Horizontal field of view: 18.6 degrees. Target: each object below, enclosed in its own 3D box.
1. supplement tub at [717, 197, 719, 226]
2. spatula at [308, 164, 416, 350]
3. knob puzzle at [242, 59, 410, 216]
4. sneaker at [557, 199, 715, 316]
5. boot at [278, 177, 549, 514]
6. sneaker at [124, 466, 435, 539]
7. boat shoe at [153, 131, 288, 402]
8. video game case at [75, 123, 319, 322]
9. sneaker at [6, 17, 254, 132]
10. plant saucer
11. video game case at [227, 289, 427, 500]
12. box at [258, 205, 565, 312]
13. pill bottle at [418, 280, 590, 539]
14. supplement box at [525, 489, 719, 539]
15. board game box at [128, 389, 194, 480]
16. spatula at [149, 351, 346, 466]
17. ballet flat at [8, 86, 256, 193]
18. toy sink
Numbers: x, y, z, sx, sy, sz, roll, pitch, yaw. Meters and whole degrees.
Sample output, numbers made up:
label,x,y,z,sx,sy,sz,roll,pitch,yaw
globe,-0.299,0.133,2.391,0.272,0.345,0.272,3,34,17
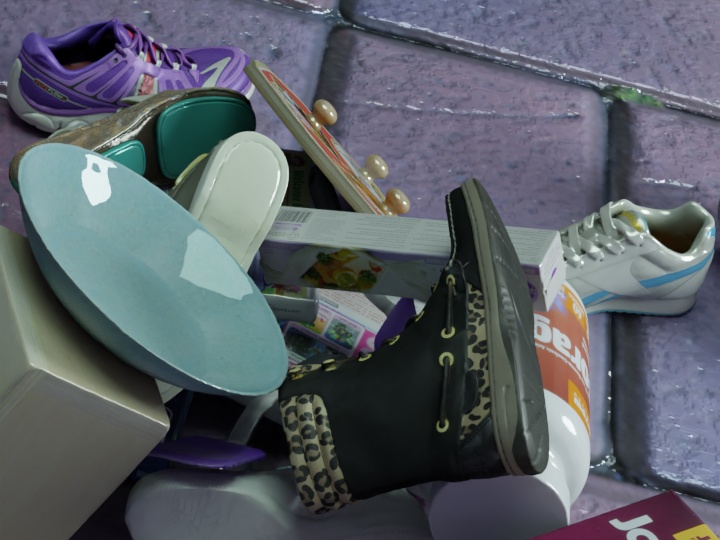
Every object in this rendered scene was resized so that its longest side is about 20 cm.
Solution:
label,x,y,z,sx,sy,sz,roll,pitch,yaw
supplement tub,0.373,-0.012,1.670,0.122,0.123,0.200,-9,42,-31
spatula,0.000,0.000,1.480,0.020,0.057,0.200,5,44,-35
knob puzzle,-0.012,-0.084,1.562,0.220,0.030,0.220,50,6,-7
sneaker,0.170,-0.011,1.623,0.199,0.081,0.077,-7,44,-27
boot,0.028,0.048,1.309,0.150,0.073,0.201,-18,57,16
sneaker,-0.052,0.147,1.347,0.199,0.075,0.089,13,29,-22
boat shoe,-0.113,0.004,1.402,0.072,0.060,0.202,35,71,-20
video game case,-0.117,-0.035,1.519,0.181,0.022,0.200,7,32,-4
sneaker,-0.168,-0.152,1.673,0.199,0.084,0.081,-7,42,-30
plant saucer,-0.129,0.009,1.286,0.201,0.039,0.201,38,21,-17
video game case,0.001,0.062,1.483,0.199,0.024,0.182,27,34,1
box,0.030,-0.008,1.408,0.199,0.039,0.042,5,39,23
pill bottle,0.089,0.091,1.383,0.112,0.113,0.200,13,36,-5
supplement box,0.136,0.227,1.278,0.199,0.104,0.131,-14,45,-36
board game box,-0.169,0.048,1.450,0.135,0.035,0.200,17,36,-1
spatula,-0.059,0.085,1.351,0.056,0.021,0.200,10,24,26
ballet flat,-0.160,-0.090,1.514,0.067,0.068,0.200,25,32,35
toy sink,-0.220,0.099,1.281,0.112,0.200,0.131,29,23,-37
